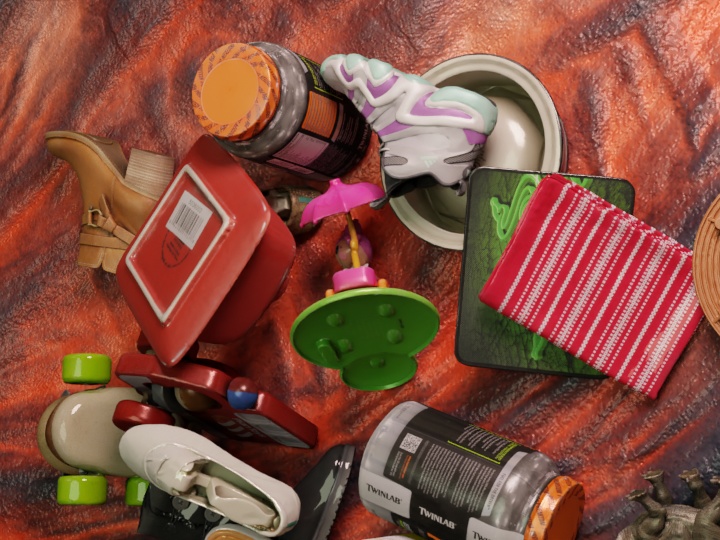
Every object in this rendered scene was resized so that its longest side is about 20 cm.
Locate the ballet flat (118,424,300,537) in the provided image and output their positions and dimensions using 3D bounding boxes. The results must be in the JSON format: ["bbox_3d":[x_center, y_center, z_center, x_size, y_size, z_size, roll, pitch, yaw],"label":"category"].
[{"bbox_3d":[-0.154,0.212,1.340,0.199,0.069,0.070,24,97,1],"label":"ballet flat"}]

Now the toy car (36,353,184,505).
[{"bbox_3d":[-0.310,0.191,1.550,0.200,0.157,0.165,-16,70,56],"label":"toy car"}]

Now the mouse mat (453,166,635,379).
[{"bbox_3d":[0.177,0.004,1.290,0.160,0.008,0.201,5,101,7],"label":"mouse mat"}]

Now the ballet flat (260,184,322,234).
[{"bbox_3d":[-0.136,-0.058,1.497,0.199,0.065,0.071,-19,72,26],"label":"ballet flat"}]

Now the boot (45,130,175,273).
[{"bbox_3d":[-0.315,-0.081,1.605,0.199,0.077,0.156,17,96,22],"label":"boot"}]

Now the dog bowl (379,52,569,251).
[{"bbox_3d":[0.123,-0.115,1.356,0.199,0.074,0.201,-3,83,28],"label":"dog bowl"}]

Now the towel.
[{"bbox_3d":[0.228,0.015,1.265,0.200,0.022,0.145,30,100,3],"label":"towel"}]

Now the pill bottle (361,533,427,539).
[{"bbox_3d":[0.029,0.309,1.282,0.104,0.200,0.105,-4,82,29],"label":"pill bottle"}]

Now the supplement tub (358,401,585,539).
[{"bbox_3d":[0.108,0.215,1.295,0.199,0.122,0.123,20,94,30],"label":"supplement tub"}]

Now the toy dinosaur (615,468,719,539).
[{"bbox_3d":[0.304,0.239,1.222,0.199,0.077,0.103,-12,98,20],"label":"toy dinosaur"}]

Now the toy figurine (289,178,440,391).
[{"bbox_3d":[0.000,0.000,1.382,0.150,0.200,0.185,-12,57,6],"label":"toy figurine"}]

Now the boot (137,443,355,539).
[{"bbox_3d":[-0.121,0.230,1.406,0.199,0.066,0.165,21,95,3],"label":"boot"}]

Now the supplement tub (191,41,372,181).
[{"bbox_3d":[-0.082,-0.168,1.403,0.122,0.200,0.123,-4,81,29],"label":"supplement tub"}]

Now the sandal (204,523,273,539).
[{"bbox_3d":[-0.073,0.334,1.367,0.206,0.059,0.079,26,118,-5],"label":"sandal"}]

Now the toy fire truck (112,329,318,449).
[{"bbox_3d":[-0.156,0.138,1.416,0.167,0.200,0.112,0,62,32],"label":"toy fire truck"}]

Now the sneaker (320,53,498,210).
[{"bbox_3d":[0.027,-0.130,1.325,0.200,0.078,0.140,22,94,30],"label":"sneaker"}]

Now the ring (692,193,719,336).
[{"bbox_3d":[0.401,-0.006,1.200,0.200,0.019,0.201,-2,83,18],"label":"ring"}]

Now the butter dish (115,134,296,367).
[{"bbox_3d":[-0.139,-0.007,1.399,0.200,0.148,0.200,-56,39,12],"label":"butter dish"}]
